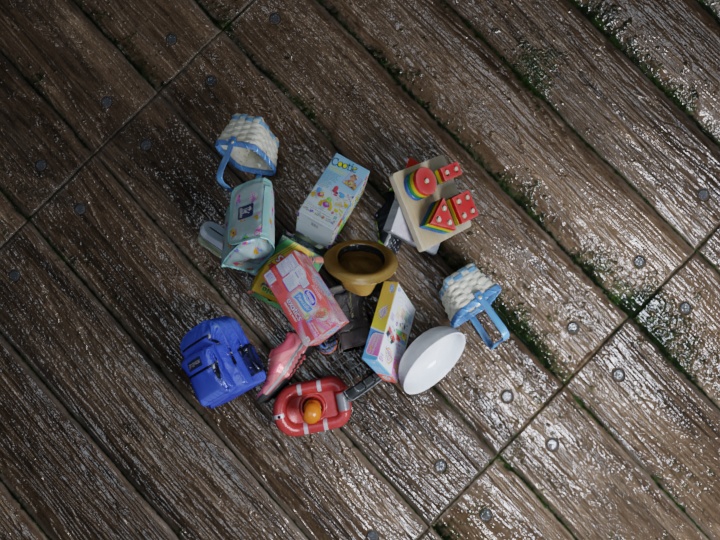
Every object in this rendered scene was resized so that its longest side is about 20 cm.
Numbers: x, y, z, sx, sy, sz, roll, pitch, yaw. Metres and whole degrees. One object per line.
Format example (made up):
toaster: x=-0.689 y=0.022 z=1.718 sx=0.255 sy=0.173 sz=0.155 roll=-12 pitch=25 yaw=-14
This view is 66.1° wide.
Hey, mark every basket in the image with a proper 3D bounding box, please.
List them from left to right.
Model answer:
basket: x=-0.294 y=-0.281 z=1.424 sx=0.136 sy=0.177 sz=0.204 roll=6 pitch=72 yaw=16
basket: x=0.288 y=0.095 z=1.367 sx=0.137 sy=0.177 sz=0.202 roll=-27 pitch=76 yaw=-8

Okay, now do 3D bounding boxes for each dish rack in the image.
dish rack: x=-0.021 y=0.206 z=1.394 sx=0.152 sy=0.054 sz=0.202 roll=-24 pitch=77 yaw=-46

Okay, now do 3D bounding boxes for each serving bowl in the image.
serving bowl: x=0.167 y=0.210 z=1.374 sx=0.200 sy=0.200 sz=0.066 roll=-42 pitch=56 yaw=-3

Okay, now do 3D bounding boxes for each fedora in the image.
fedora: x=0.000 y=0.000 z=1.362 sx=0.196 sy=0.202 sz=0.083 roll=2 pitch=122 yaw=1

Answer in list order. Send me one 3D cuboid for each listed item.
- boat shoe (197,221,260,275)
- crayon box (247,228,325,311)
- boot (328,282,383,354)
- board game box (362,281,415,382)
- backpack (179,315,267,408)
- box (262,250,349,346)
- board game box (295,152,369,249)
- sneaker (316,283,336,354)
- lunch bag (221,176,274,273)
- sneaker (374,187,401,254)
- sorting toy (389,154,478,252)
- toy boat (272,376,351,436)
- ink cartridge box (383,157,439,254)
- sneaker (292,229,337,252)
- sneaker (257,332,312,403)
boat shoe: x=-0.338 y=-0.052 z=1.458 sx=0.199 sy=0.062 sz=0.072 roll=38 pitch=48 yaw=-9
crayon box: x=-0.190 y=0.014 z=1.404 sx=0.126 sy=0.051 sz=0.202 roll=27 pitch=108 yaw=-17
boot: x=0.003 y=0.115 z=1.386 sx=0.197 sy=0.070 sz=0.176 roll=-16 pitch=64 yaw=-24
board game box: x=0.074 y=0.151 z=1.356 sx=0.040 sy=0.153 sz=0.203 roll=4 pitch=62 yaw=27
backpack: x=-0.352 y=0.218 z=1.373 sx=0.161 sy=0.167 sz=0.203 roll=-29 pitch=81 yaw=16
box: x=-0.127 y=0.066 z=1.303 sx=0.102 sy=0.095 sz=0.201 roll=-37 pitch=77 yaw=10
board game box: x=-0.070 y=-0.176 z=1.406 sx=0.104 sy=0.103 sz=0.202 roll=28 pitch=64 yaw=3
sneaker: x=-0.098 y=0.115 z=1.429 sx=0.074 sy=0.078 sz=0.204 roll=-14 pitch=85 yaw=-1
lunch bag: x=-0.268 y=-0.111 z=1.361 sx=0.120 sy=0.200 sz=0.173 roll=11 pitch=62 yaw=-25
sneaker: x=0.072 y=-0.119 z=1.461 sx=0.082 sy=0.072 sz=0.203 roll=17 pitch=85 yaw=27
sorting toy: x=0.195 y=-0.179 z=1.387 sx=0.197 sy=0.069 sz=0.203 roll=-26 pitch=95 yaw=-36
toy boat: x=-0.122 y=0.346 z=1.382 sx=0.196 sy=0.131 sz=0.133 roll=-12 pitch=88 yaw=0
ink cartridge box: x=0.160 y=-0.163 z=1.421 sx=0.161 sy=0.057 sz=0.203 roll=23 pitch=88 yaw=-31
sneaker: x=-0.161 y=-0.066 z=1.458 sx=0.197 sy=0.067 sz=0.091 roll=-22 pitch=69 yaw=5
sneaker: x=-0.211 y=0.249 z=1.435 sx=0.086 sy=0.074 sz=0.201 roll=36 pitch=83 yaw=18
